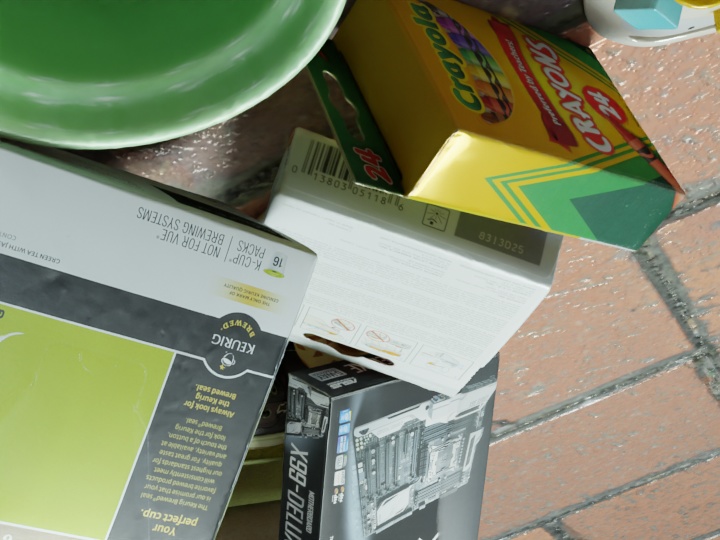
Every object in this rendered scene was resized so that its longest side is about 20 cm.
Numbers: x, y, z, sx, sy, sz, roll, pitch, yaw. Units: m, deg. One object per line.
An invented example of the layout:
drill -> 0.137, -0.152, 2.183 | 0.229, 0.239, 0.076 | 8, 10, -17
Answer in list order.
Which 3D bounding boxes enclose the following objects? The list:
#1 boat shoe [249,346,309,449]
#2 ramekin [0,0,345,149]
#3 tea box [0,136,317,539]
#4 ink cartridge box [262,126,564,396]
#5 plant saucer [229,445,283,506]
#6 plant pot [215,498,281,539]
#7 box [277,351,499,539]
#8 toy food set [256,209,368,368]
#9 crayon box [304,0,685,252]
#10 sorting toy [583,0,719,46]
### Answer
boat shoe -> -0.090, 0.085, 1.021 | 0.199, 0.073, 0.065 | -12, 140, -35
ramekin -> -0.109, -0.151, 0.611 | 0.198, 0.098, 0.201 | -11, 149, -7
tea box -> -0.161, 0.040, 0.735 | 0.199, 0.133, 0.198 | 19, 93, -33
ink cartridge box -> 0.015, 0.003, 0.854 | 0.161, 0.051, 0.200 | 19, 157, -5
plant saucer -> -0.114, 0.184, 1.206 | 0.198, 0.048, 0.200 | -2, 147, -20
plant pot -> -0.112, 0.265, 1.132 | 0.182, 0.202, 0.201 | 1, 148, -3
box -> 0.017, 0.155, 1.002 | 0.157, 0.050, 0.202 | -10, 114, -40
toy food set -> 0.000, 0.000, 0.956 | 0.199, 0.049, 0.197 | -35, 144, 31
crayon box -> 0.067, -0.084, 0.765 | 0.199, 0.128, 0.051 | 10, 132, -37
sorting toy -> 0.195, -0.166, 0.751 | 0.198, 0.108, 0.180 | -13, 169, -3
